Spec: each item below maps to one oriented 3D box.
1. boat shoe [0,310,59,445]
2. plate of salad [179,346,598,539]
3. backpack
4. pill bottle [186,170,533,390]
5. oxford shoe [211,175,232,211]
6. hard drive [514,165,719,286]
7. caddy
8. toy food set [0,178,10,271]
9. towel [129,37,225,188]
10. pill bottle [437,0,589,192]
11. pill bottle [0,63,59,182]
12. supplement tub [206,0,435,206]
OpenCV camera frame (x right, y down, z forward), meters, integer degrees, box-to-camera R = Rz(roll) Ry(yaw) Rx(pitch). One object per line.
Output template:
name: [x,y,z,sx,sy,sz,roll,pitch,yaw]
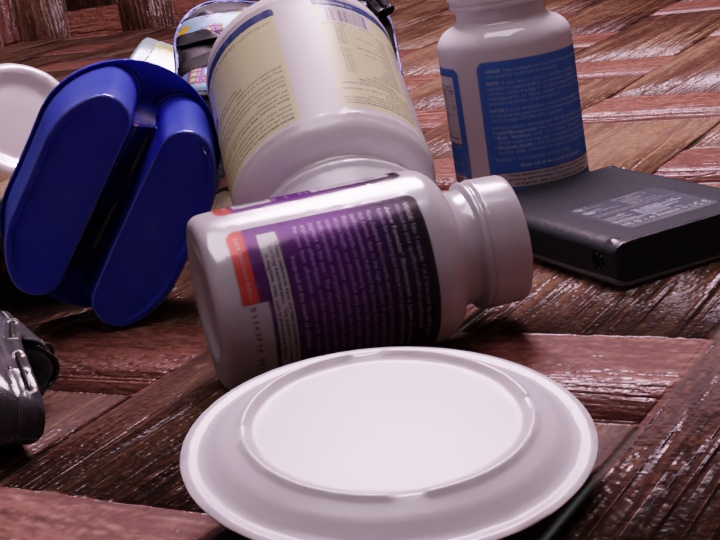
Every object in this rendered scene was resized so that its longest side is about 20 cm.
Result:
boat shoe: [-0.223,0.063,0.906,0.066,0.070,0.200,5,9,-14]
plate of salad: [0.014,0.090,0.696,0.200,0.048,0.200,-3,24,1]
backpack: [-0.067,-0.147,1.252,0.200,0.135,0.183,2,53,-15]
pill bottle: [0.000,0.000,0.898,0.200,0.112,0.111,-13,16,-12]
oxford shoe: [-0.045,-0.025,1.139,0.200,0.070,0.075,8,53,37]
hard drive: [0.188,-0.038,1.063,0.139,0.033,0.200,-16,17,-22]
caddy: [-0.186,-0.057,1.073,0.141,0.200,0.105,23,15,-18]
toy food set: [-0.268,-0.039,1.199,0.198,0.049,0.200,-22,-7,6]
towel: [-0.156,-0.127,1.332,0.171,0.048,0.200,23,44,-2]
pill bottle: [0.124,-0.150,1.187,0.112,0.200,0.112,-8,16,2]
pill bottle: [-0.329,-0.091,1.291,0.114,0.114,0.200,-20,-11,-33]
supplement tub: [-0.028,-0.089,1.033,0.145,0.145,0.200,-11,49,-5]
